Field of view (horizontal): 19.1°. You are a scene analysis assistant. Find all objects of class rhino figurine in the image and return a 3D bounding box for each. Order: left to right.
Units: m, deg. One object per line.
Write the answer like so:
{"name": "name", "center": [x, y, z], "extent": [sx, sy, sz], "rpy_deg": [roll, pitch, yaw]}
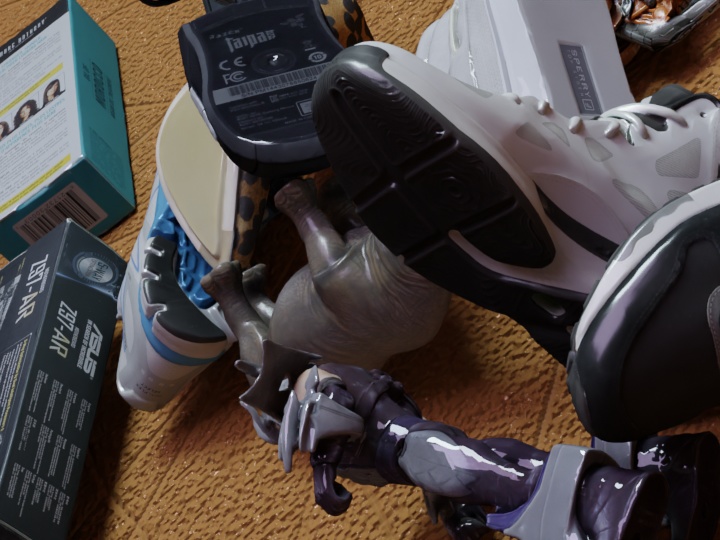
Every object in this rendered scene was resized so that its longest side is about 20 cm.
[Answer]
{"name": "rhino figurine", "center": [0.000, 0.000, 0.927], "extent": [0.060, 0.088, 0.200], "rpy_deg": [-22, -16, -39]}

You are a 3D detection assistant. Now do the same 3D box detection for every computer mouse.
{"name": "computer mouse", "center": [-0.018, -0.102, 0.991], "extent": [0.140, 0.046, 0.200], "rpy_deg": [-17, 39, -13]}

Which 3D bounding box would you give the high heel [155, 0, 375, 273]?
{"name": "high heel", "center": [-0.033, -0.072, 1.084], "extent": [0.071, 0.142, 0.201], "rpy_deg": [-30, 54, 37]}

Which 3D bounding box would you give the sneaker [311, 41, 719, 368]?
{"name": "sneaker", "center": [0.075, -0.042, 0.833], "extent": [0.076, 0.200, 0.116], "rpy_deg": [-28, 29, 51]}

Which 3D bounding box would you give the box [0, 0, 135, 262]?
{"name": "box", "center": [-0.188, -0.084, 1.304], "extent": [0.082, 0.049, 0.200], "rpy_deg": [-35, 33, 14]}

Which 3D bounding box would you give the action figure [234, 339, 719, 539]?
{"name": "action figure", "center": [0.031, 0.074, 0.813], "extent": [0.199, 0.130, 0.070], "rpy_deg": [12, 91, 37]}

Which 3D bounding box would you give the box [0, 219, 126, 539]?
{"name": "box", "center": [-0.200, 0.089, 1.092], "extent": [0.160, 0.043, 0.201], "rpy_deg": [-33, 33, 33]}

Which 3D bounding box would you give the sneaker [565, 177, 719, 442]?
{"name": "sneaker", "center": [0.167, 0.003, 0.749], "extent": [0.200, 0.076, 0.088], "rpy_deg": [-32, 36, -16]}

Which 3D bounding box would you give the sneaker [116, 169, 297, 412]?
{"name": "sneaker", "center": [-0.090, -0.007, 1.094], "extent": [0.087, 0.075, 0.200], "rpy_deg": [-55, 11, 36]}

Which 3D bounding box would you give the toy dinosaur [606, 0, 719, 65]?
{"name": "toy dinosaur", "center": [0.102, -0.140, 1.013], "extent": [0.199, 0.102, 0.136], "rpy_deg": [-24, 49, -8]}

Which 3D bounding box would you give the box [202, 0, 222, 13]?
{"name": "box", "center": [-0.011, -0.226, 1.272], "extent": [0.200, 0.044, 0.160], "rpy_deg": [-36, 33, 13]}

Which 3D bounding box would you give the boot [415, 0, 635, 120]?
{"name": "boot", "center": [0.075, -0.042, 0.934], "extent": [0.096, 0.073, 0.201], "rpy_deg": [-43, 47, 49]}
